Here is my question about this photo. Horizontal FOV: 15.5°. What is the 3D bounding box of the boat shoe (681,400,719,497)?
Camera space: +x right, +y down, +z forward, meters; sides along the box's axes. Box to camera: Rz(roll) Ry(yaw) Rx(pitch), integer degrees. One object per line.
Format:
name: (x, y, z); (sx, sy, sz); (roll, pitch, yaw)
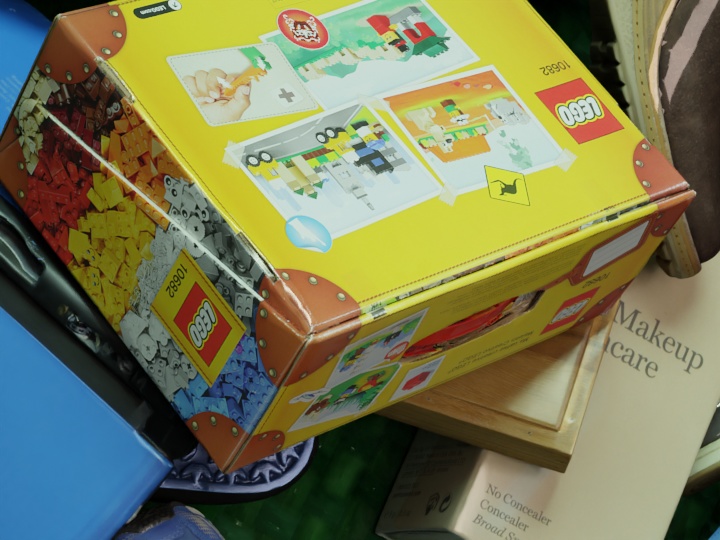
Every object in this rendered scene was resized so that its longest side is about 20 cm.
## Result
boat shoe: (0.196, 0.025, 1.160); (0.200, 0.073, 0.065); (-35, 82, -21)

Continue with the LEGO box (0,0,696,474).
LEGO box: (-0.004, -0.034, 0.942); (0.200, 0.077, 0.149); (-20, 63, -42)

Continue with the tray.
tray: (0.000, 0.000, 1.038); (0.200, 0.037, 0.099); (18, 74, 3)

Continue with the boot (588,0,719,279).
boot: (0.172, -0.105, 1.032); (0.166, 0.072, 0.200); (-13, 106, -6)

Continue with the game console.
game console: (-0.134, 0.015, 0.971); (0.200, 0.118, 0.171); (42, 36, 13)

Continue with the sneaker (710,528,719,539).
sneaker: (0.143, 0.157, 1.090); (0.078, 0.066, 0.200); (35, 83, -42)

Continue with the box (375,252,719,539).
box: (0.095, 0.038, 1.101); (0.095, 0.078, 0.200); (28, 74, -18)

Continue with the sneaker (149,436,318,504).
sneaker: (-0.116, 0.056, 1.014); (0.200, 0.078, 0.070); (11, 81, -1)

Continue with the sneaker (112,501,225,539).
sneaker: (-0.045, 0.179, 0.996); (0.079, 0.089, 0.200); (-27, 110, -26)
